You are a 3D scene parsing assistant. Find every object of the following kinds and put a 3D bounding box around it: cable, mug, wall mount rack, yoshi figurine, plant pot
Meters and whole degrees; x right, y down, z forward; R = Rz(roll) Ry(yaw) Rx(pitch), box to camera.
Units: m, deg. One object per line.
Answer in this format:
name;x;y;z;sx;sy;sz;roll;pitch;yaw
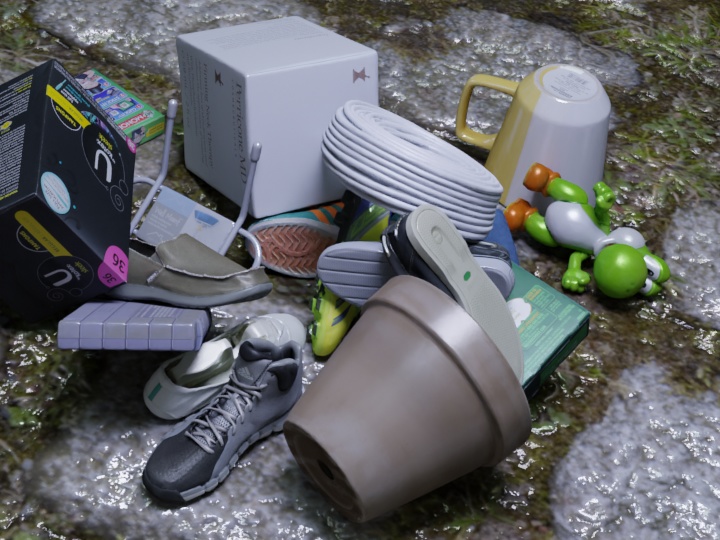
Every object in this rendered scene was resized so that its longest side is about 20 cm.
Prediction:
cable;0.054;-0.104;1.354;0.199;0.070;0.200;25;14;-3
mug;0.218;-0.165;1.601;0.185;0.154;0.150;2;42;-9
wall mount rack;-0.187;-0.076;1.425;0.199;0.075;0.175;27;85;20
yoshi figurine;0.259;-0.035;1.503;0.199;0.113;0.112;34;65;15
plant pot;0.028;0.133;1.219;0.173;0.201;0.200;-36;57;-21

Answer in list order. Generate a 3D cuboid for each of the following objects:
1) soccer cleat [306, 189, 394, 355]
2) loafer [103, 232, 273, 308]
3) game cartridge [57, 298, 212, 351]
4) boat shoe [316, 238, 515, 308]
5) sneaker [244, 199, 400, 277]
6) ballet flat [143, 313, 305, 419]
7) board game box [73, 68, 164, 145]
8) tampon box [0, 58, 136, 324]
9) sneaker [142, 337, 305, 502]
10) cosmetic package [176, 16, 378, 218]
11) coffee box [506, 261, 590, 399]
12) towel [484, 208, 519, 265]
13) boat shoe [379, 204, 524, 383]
soccer cleat;0.000;-0.001;1.391;0.083;0.065;0.201;21;72;-11
loafer;-0.180;-0.002;1.331;0.199;0.070;0.075;4;5;25
game cartridge;-0.212;0.053;1.275;0.129;0.039;0.200;6;5;-3
boat shoe;0.057;-0.001;1.334;0.198;0.073;0.071;7;30;5
sneaker;-0.032;-0.041;1.482;0.198;0.072;0.080;2;30;-10
ballet flat;-0.126;0.085;1.313;0.199;0.070;0.069;-27;52;-35
board game box;-0.355;-0.170;1.587;0.134;0.029;0.200;35;47;25
tampon box;-0.323;-0.080;1.337;0.126;0.150;0.201;-22;46;18
sneaker;-0.126;0.123;1.233;0.075;0.116;0.200;32;45;24
cosmetic package;-0.095;-0.182;1.509;0.165;0.168;0.200;-14;27;-26
coffee box;0.123;0.041;1.358;0.200;0.044;0.123;34;63;26
towel;0.124;0.014;1.456;0.111;0.049;0.201;0;44;-5
boat shoe;0.091;0.033;1.264;0.201;0.067;0.072;57;42;-5
